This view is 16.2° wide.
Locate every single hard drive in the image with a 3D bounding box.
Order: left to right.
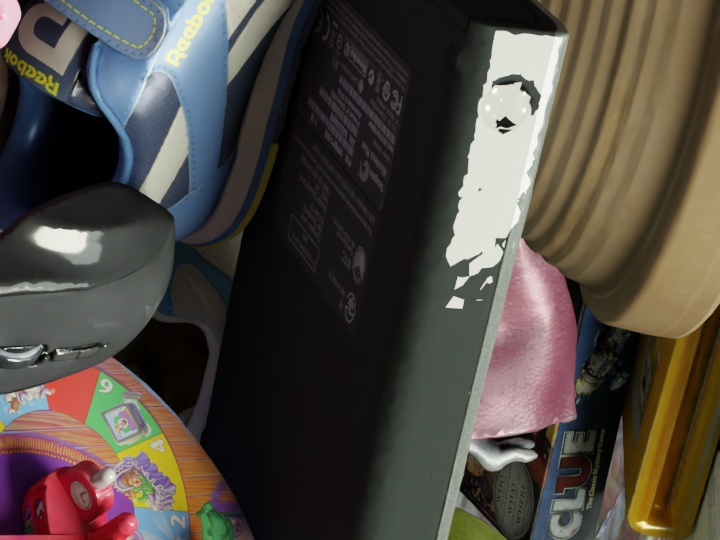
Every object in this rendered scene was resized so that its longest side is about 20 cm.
[{"bbox_3d":[0.000,0.000,0.744,0.140,0.033,0.202,-128,-134,-58],"label":"hard drive"}]

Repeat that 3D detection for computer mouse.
[{"bbox_3d":[-0.113,0.026,0.663,0.200,0.034,0.059,-30,161,-46],"label":"computer mouse"}]

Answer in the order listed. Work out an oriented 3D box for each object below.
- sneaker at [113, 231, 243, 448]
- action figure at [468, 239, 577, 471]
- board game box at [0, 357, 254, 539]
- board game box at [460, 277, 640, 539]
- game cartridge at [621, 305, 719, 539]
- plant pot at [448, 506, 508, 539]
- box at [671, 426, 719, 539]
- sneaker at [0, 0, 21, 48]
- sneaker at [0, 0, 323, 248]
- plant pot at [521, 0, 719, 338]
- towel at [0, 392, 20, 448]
[{"bbox_3d":[-0.059,0.056,0.887,0.081,0.076,0.201,-42,139,-42],"label":"sneaker"},{"bbox_3d":[0.044,-0.034,1.012,0.148,0.134,0.202,-13,117,-23],"label":"action figure"},{"bbox_3d":[-0.099,0.090,0.682,0.039,0.158,0.200,-36,-166,48],"label":"board game box"},{"bbox_3d":[0.078,0.009,1.129,0.034,0.135,0.202,2,110,-25],"label":"board game box"},{"bbox_3d":[0.140,-0.015,1.080,0.201,0.032,0.177,-87,-173,-58],"label":"game cartridge"},{"bbox_3d":[-0.003,0.195,1.008,0.193,0.199,0.202,-67,164,-52],"label":"plant pot"},{"bbox_3d":[0.165,0.061,1.016,0.201,0.041,0.120,105,-5,-46],"label":"box"},{"bbox_3d":[-0.125,-0.076,0.611,0.095,0.079,0.201,45,62,-44],"label":"sneaker"},{"bbox_3d":[-0.058,-0.087,0.726,0.082,0.074,0.201,-13,129,-38],"label":"sneaker"},{"bbox_3d":[0.072,-0.087,0.775,0.201,0.092,0.203,-169,-90,-84],"label":"plant pot"},{"bbox_3d":[-0.129,0.130,0.781,0.148,0.049,0.201,-56,155,-36],"label":"towel"}]
